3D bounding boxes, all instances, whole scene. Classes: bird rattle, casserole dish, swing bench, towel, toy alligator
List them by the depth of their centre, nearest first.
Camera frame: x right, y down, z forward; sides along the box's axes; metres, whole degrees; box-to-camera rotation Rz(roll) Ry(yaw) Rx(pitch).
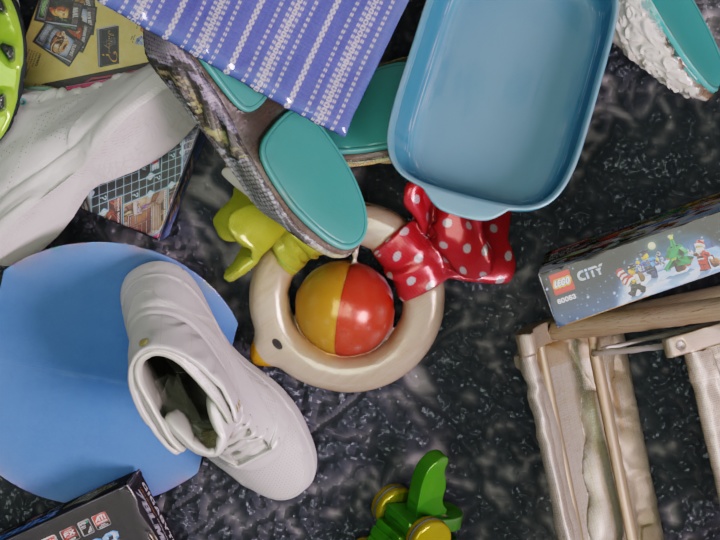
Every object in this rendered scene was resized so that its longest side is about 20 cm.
[{"bbox_3d":[-0.063,-0.190,1.524,0.200,0.024,0.145,29,80,-16],"label":"towel"},{"bbox_3d":[0.091,-0.120,1.582,0.121,0.039,0.200,14,74,9],"label":"casserole dish"},{"bbox_3d":[0.216,0.115,1.618,0.200,0.130,0.199,-10,94,13],"label":"swing bench"},{"bbox_3d":[0.000,0.000,1.666,0.200,0.113,0.163,8,107,-7],"label":"bird rattle"},{"bbox_3d":[0.020,0.213,1.684,0.054,0.059,0.200,22,99,-36],"label":"toy alligator"}]

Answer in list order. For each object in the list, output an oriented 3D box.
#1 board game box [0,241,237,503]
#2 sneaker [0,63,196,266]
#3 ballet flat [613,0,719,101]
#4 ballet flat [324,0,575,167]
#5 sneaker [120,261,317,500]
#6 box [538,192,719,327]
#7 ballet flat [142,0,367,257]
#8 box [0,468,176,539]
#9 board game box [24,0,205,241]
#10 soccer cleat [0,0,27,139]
[{"bbox_3d":[-0.173,0.063,1.687,0.158,0.039,0.200,11,116,-11],"label":"board game box"},{"bbox_3d":[-0.186,-0.096,1.644,0.200,0.075,0.089,-37,64,2],"label":"sneaker"},{"bbox_3d":[0.165,-0.194,1.632,0.072,0.072,0.200,-29,98,8],"label":"ballet flat"},{"bbox_3d":[0.053,-0.112,1.637,0.200,0.071,0.071,-28,91,-4],"label":"ballet flat"},{"bbox_3d":[-0.093,0.100,1.623,0.074,0.116,0.200,-29,120,13],"label":"sneaker"},{"bbox_3d":[0.214,-0.021,1.600,0.200,0.137,0.038,-19,94,7],"label":"box"},{"bbox_3d":[-0.070,-0.090,1.574,0.072,0.072,0.200,-33,103,8],"label":"ballet flat"},{"bbox_3d":[-0.196,0.264,1.706,0.200,0.050,0.199,-26,95,8],"label":"box"},{"bbox_3d":[-0.158,-0.137,1.684,0.135,0.035,0.200,22,96,5],"label":"board game box"},{"bbox_3d":[-0.250,-0.172,1.656,0.067,0.081,0.200,-7,79,4],"label":"soccer cleat"}]
